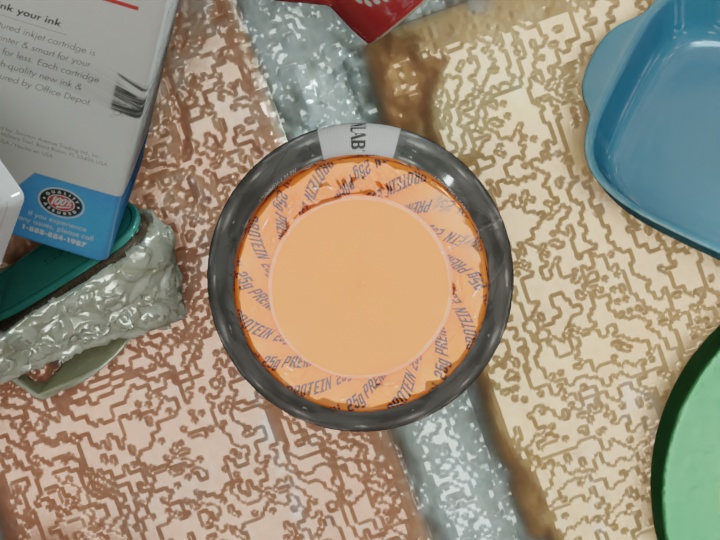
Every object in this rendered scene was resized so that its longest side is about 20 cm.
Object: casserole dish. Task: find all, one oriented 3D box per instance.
[{"bbox_3d":[0.190,-0.046,1.086,0.200,0.039,0.121,25,72,12],"label":"casserole dish"}]

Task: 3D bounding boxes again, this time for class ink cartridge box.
[{"bbox_3d":[-0.133,-0.110,1.022,0.116,0.067,0.200,18,131,-1],"label":"ink cartridge box"}]

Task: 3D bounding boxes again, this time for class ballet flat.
[{"bbox_3d":[-0.166,0.039,1.106,0.200,0.072,0.072,-25,93,3],"label":"ballet flat"}]

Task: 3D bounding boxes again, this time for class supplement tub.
[{"bbox_3d":[0.000,0.000,1.033,0.122,0.200,0.123,0,92,0],"label":"supplement tub"}]

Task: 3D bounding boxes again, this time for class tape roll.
[{"bbox_3d":[0.231,0.099,1.115,0.200,0.048,0.201,0,92,0],"label":"tape roll"}]

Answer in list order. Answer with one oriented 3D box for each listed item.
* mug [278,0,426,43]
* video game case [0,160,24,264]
[{"bbox_3d":[-0.038,-0.192,1.071,0.177,0.133,0.200,-40,97,24],"label":"mug"},{"bbox_3d":[-0.215,-0.038,1.024,0.022,0.182,0.200,-17,58,-37],"label":"video game case"}]
